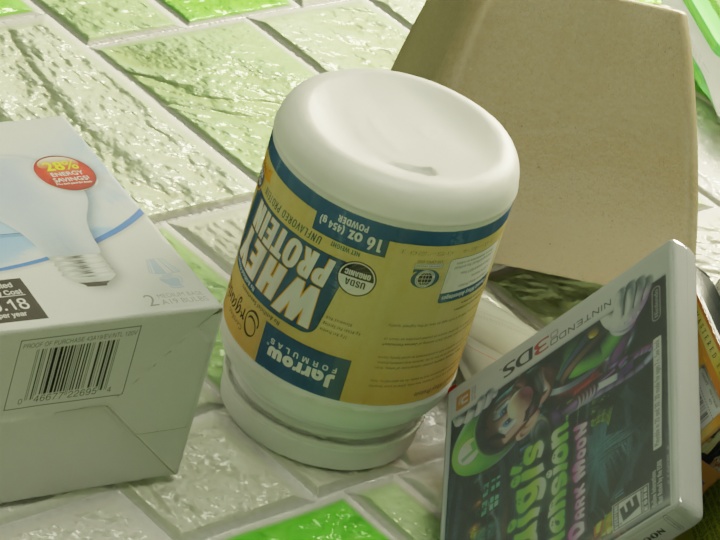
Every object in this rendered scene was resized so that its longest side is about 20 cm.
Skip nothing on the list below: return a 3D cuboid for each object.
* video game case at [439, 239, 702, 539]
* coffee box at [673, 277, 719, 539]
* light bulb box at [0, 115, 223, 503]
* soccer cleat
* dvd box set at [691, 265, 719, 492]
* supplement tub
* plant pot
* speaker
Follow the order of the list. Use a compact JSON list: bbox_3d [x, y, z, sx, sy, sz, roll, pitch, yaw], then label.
[{"bbox_3d":[0.111,0.099,1.598,0.023,0.182,0.200,35,37,-26],"label":"video game case"},{"bbox_3d":[0.283,0.118,1.632,0.199,0.198,0.200,21,27,-20],"label":"coffee box"},{"bbox_3d":[-0.216,0.021,1.634,0.198,0.125,0.200,-7,39,-36],"label":"light bulb box"},{"bbox_3d":[0.089,0.056,1.786,0.077,0.069,0.200,-20,45,-6],"label":"soccer cleat"},{"bbox_3d":[0.133,0.102,1.621,0.029,0.200,0.146,35,20,-28],"label":"dvd box set"},{"bbox_3d":[0.000,0.000,1.704,0.144,0.201,0.145,12,32,-8],"label":"supplement tub"},{"bbox_3d":[0.113,-0.095,1.881,0.199,0.178,0.200,12,4,-11],"label":"plant pot"},{"bbox_3d":[0.293,-0.173,2.268,0.088,0.089,0.200,7,32,-18],"label":"speaker"}]
